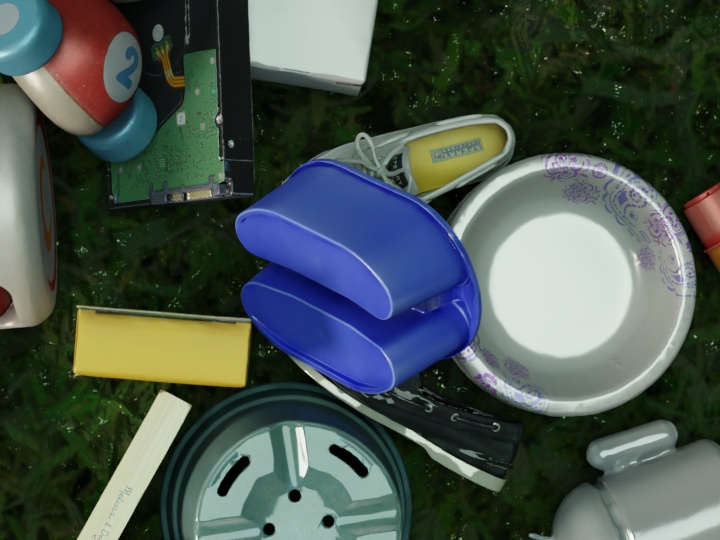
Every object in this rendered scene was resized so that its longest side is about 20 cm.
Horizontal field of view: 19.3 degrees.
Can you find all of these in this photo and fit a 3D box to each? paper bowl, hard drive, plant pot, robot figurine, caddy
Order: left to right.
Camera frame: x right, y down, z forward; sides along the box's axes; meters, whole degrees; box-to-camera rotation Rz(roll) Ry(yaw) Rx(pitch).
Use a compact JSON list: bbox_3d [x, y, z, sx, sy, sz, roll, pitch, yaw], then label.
[{"bbox_3d":[-0.141,-0.150,1.621,0.038,0.140,0.200,1,85,-46],"label":"hard drive"},{"bbox_3d":[-0.050,0.183,1.576,0.200,0.196,0.201,0,87,-5],"label":"plant pot"},{"bbox_3d":[0.000,0.000,1.577,0.105,0.200,0.142,-32,135,-37],"label":"caddy"},{"bbox_3d":[0.153,0.012,1.645,0.200,0.104,0.201,0,87,-5],"label":"paper bowl"},{"bbox_3d":[0.233,0.203,1.638,0.200,0.113,0.170,-19,88,-5],"label":"robot figurine"}]

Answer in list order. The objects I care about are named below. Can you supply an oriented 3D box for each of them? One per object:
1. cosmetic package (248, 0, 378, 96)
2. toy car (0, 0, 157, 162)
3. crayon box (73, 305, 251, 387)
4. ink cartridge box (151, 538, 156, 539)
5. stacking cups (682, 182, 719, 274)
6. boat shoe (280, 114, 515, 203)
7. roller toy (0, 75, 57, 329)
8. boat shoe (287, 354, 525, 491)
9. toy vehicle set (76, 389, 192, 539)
[{"bbox_3d":[-0.036,-0.245,1.655,0.113,0.081,0.200,11,88,-4],"label":"cosmetic package"},{"bbox_3d":[-0.183,-0.216,1.554,0.200,0.184,0.177,-40,59,4],"label":"toy car"},{"bbox_3d":[-0.146,0.056,1.571,0.125,0.200,0.052,5,87,-4],"label":"crayon box"},{"bbox_3d":[-0.152,0.255,1.562,0.044,0.200,0.094,-26,90,-4],"label":"ink cartridge box"},{"bbox_3d":[0.321,0.025,1.681,0.060,0.061,0.200,-35,89,-5],"label":"stacking cups"},{"bbox_3d":[0.027,-0.074,1.647,0.202,0.086,0.075,-16,88,-2],"label":"boat shoe"},{"bbox_3d":[-0.302,-0.043,1.570,0.139,0.200,0.183,-5,109,-4],"label":"roller toy"},{"bbox_3d":[0.039,0.094,1.641,0.199,0.075,0.066,32,95,2],"label":"boat shoe"},{"bbox_3d":[-0.187,0.182,1.600,0.026,0.124,0.200,29,86,-2],"label":"toy vehicle set"}]
